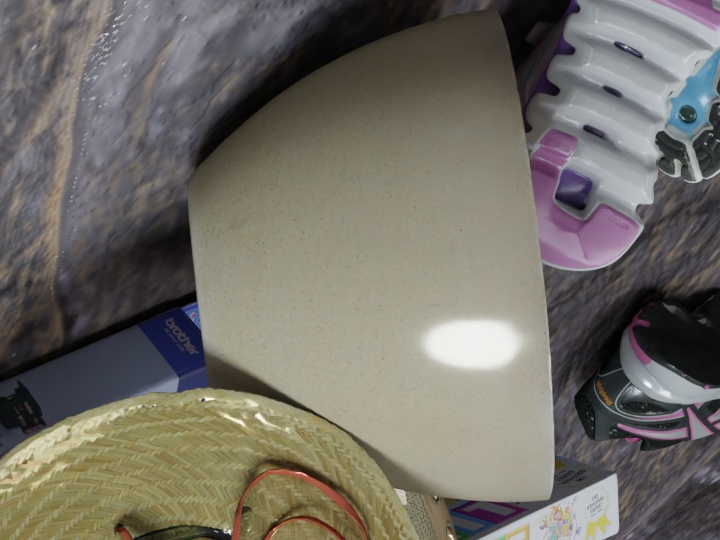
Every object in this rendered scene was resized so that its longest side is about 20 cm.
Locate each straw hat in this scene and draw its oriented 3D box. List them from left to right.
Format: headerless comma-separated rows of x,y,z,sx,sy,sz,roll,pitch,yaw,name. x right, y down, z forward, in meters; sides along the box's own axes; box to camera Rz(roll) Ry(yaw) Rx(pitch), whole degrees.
-0.074,0.147,1.177,0.201,0.201,0.085,-36,176,-14,straw hat

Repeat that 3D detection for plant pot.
0.000,0.000,1.220,0.134,0.201,0.201,-6,150,-2,plant pot

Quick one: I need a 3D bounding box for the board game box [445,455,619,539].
0.014,0.131,1.489,0.199,0.134,0.034,-20,115,-42,board game box

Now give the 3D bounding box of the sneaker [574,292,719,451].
0.187,0.065,1.738,0.086,0.081,0.200,-41,151,25,sneaker

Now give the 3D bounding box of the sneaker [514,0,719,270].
0.112,-0.101,1.337,0.201,0.080,0.088,-63,-162,2,sneaker

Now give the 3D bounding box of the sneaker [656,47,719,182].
0.194,-0.139,1.422,0.090,0.078,0.200,-43,168,-53,sneaker

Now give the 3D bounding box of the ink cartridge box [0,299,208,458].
-0.133,0.086,1.303,0.199,0.042,0.120,-26,151,-37,ink cartridge box

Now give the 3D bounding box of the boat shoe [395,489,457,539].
-0.001,0.088,1.362,0.071,0.201,0.064,-10,-169,36,boat shoe
